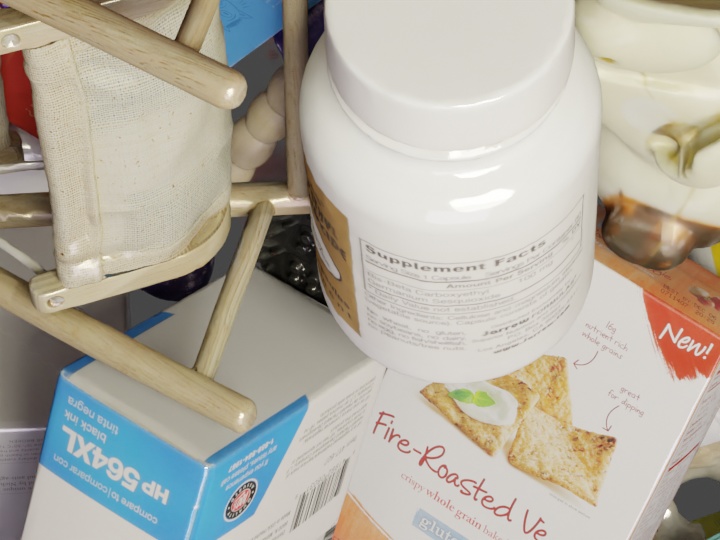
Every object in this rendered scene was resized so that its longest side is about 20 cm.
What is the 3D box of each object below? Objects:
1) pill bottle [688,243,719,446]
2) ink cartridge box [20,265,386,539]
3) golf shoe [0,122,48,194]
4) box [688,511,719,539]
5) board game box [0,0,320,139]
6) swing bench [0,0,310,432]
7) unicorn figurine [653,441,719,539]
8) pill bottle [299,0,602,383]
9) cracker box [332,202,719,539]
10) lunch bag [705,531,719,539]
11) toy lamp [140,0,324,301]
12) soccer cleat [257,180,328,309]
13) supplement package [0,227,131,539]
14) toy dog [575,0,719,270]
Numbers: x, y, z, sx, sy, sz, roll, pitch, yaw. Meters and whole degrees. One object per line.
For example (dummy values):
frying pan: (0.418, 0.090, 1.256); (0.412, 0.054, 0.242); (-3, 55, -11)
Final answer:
pill bottle: (0.216, 0.004, 1.327); (0.199, 0.115, 0.114); (-22, 138, 20)
ink cartridge box: (-0.078, 0.119, 1.268); (0.084, 0.146, 0.201); (29, 122, 20)
golf shoe: (-0.219, -0.019, 1.271); (0.199, 0.092, 0.075); (-12, 139, 6)
box: (0.129, 0.180, 1.516); (0.199, 0.050, 0.075); (-16, 148, -28)
board game box: (-0.131, -0.135, 1.179); (0.153, 0.040, 0.200); (-34, 132, 30)
swing bench: (-0.122, -0.063, 1.130); (0.199, 0.130, 0.199); (12, 142, 9)
unicorn figurine: (0.205, 0.082, 1.464); (0.137, 0.074, 0.201); (9, 122, -16)
pill bottle: (0.034, -0.048, 1.118); (0.114, 0.115, 0.200); (-5, 152, 0)
cracker box: (0.076, 0.070, 1.312); (0.134, 0.058, 0.201); (31, 117, 16)
lunch bag: (0.215, 0.178, 1.462); (0.160, 0.077, 0.200); (-31, 154, -5)
toy lamp: (-0.040, -0.062, 1.265); (0.058, 0.058, 0.200); (17, 135, -24)
soccer cleat: (0.000, 0.000, 1.319); (0.068, 0.073, 0.200); (27, 153, 18)
supplement package: (-0.163, 0.087, 1.380); (0.119, 0.122, 0.200); (-3, 140, -4)
toy dog: (0.125, -0.085, 1.196); (0.193, 0.140, 0.200); (-6, 142, 16)
